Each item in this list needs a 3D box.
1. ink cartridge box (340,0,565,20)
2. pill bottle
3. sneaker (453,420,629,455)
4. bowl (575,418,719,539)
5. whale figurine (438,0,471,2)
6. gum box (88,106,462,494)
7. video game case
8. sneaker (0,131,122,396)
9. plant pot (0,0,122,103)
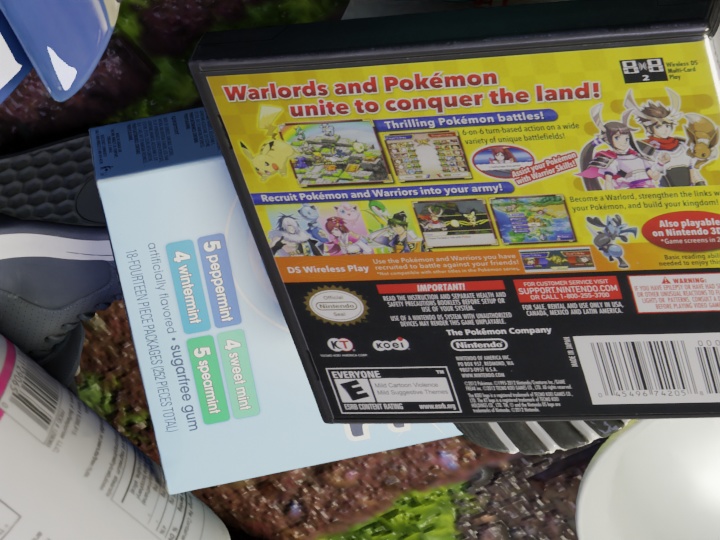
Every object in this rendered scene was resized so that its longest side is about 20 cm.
[{"bbox_3d":[0.100,-0.088,1.029,0.200,0.117,0.067,2,128,19],"label":"ink cartridge box"},{"bbox_3d":[-0.129,0.126,1.188,0.200,0.113,0.113,42,129,-19],"label":"pill bottle"},{"bbox_3d":[0.120,0.007,1.098,0.200,0.090,0.078,-36,85,18],"label":"sneaker"},{"bbox_3d":[0.194,0.080,1.146,0.201,0.090,0.201,6,138,6],"label":"bowl"},{"bbox_3d":[0.017,-0.141,0.949,0.159,0.200,0.104,8,105,15],"label":"whale figurine"},{"bbox_3d":[0.000,0.000,1.137,0.200,0.045,0.170,-11,127,-2],"label":"gum box"},{"bbox_3d":[0.055,-0.017,1.010,0.200,0.026,0.181,-2,129,23],"label":"video game case"},{"bbox_3d":[-0.125,0.015,1.221,0.202,0.077,0.146,-5,130,18],"label":"sneaker"},{"bbox_3d":[-0.194,-0.150,1.025,0.180,0.200,0.200,-21,120,13],"label":"plant pot"}]
